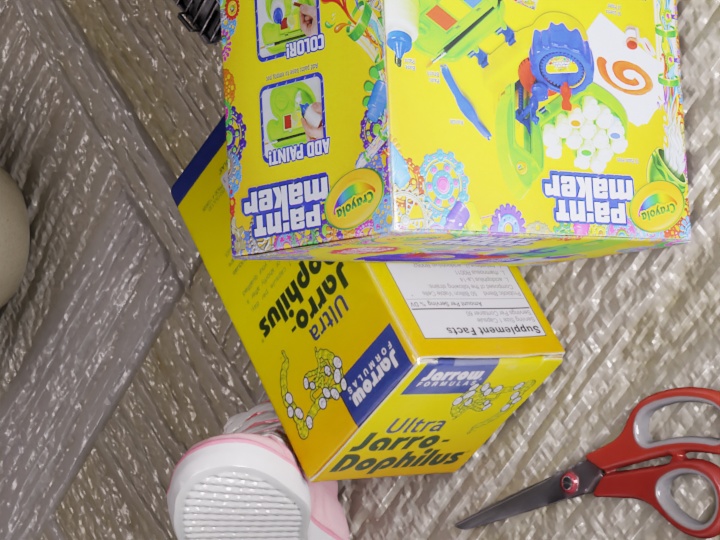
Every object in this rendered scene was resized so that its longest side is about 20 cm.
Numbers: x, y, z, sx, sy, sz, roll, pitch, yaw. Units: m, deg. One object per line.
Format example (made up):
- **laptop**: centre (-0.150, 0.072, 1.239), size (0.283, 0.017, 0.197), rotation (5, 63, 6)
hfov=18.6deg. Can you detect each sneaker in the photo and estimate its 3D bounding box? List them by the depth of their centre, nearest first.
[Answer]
- **sneaker**: centre (-0.058, 0.106, 1.204), size (0.075, 0.200, 0.105), rotation (-16, 62, 10)

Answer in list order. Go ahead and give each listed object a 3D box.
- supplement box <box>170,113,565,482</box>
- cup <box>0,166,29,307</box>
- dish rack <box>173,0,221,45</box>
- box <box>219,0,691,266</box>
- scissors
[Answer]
- **supplement box**: centre (0.000, 0.000, 1.180), size (0.110, 0.109, 0.200), rotation (-50, 54, 36)
- **cup**: centre (-0.313, -0.024, 1.509), size (0.200, 0.143, 0.201), rotation (-1, 88, 49)
- **dish rack**: centre (-0.090, -0.241, 1.331), size (0.200, 0.054, 0.154), rotation (54, 128, 32)
- **box**: centre (0.046, -0.103, 1.062), size (0.122, 0.200, 0.193), rotation (-9, 82, 48)
- **scissors**: centre (0.117, 0.099, 1.121), size (0.200, 0.014, 0.073), rotation (-7, 87, 49)
